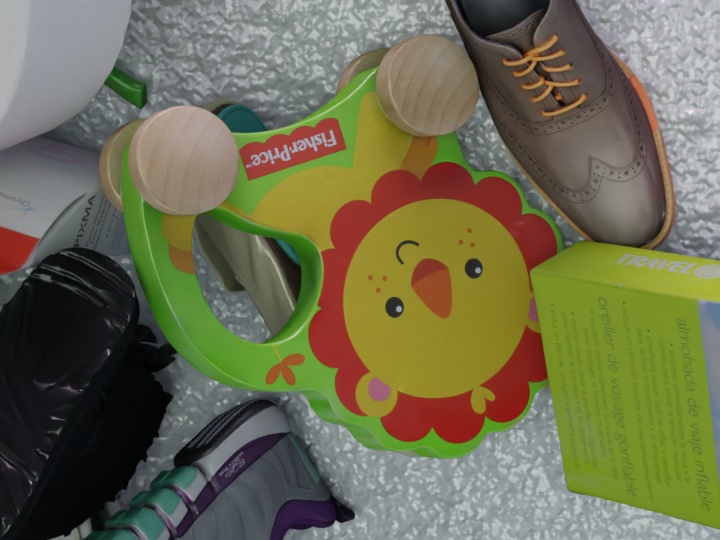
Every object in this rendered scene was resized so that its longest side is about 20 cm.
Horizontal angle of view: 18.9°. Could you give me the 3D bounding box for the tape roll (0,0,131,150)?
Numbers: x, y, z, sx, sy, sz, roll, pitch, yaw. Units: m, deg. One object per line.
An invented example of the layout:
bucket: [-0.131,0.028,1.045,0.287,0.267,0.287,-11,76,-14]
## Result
tape roll: [-0.195,-0.144,0.932,0.202,0.071,0.203,15,116,32]

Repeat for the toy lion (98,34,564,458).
toy lion: [0.000,0.000,0.992,0.200,0.069,0.192,-18,95,-24]

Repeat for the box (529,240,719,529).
box: [0.171,0.059,0.953,0.200,0.048,0.122,11,121,43]

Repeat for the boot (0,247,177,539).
boot: [-0.158,0.090,0.991,0.073,0.162,0.198,31,70,10]

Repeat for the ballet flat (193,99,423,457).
ballet flat: [-0.033,0.010,1.048,0.069,0.069,0.200,-30,91,15]

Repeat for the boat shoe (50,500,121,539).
boat shoe: [-0.123,0.184,1.087,0.067,0.074,0.200,-26,94,15]

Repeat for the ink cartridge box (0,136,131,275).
ink cartridge box: [-0.204,-0.044,0.988,0.162,0.200,0.057,18,95,15]

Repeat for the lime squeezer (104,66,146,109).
lime squeezer: [-0.201,-0.130,1.073,0.200,0.038,0.071,8,134,10]

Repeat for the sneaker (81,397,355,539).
sneaker: [-0.091,0.153,1.039,0.200,0.074,0.088,-42,98,-18]

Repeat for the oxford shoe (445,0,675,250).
oxford shoe: [0.081,-0.091,0.993,0.071,0.073,0.200,-30,93,16]
